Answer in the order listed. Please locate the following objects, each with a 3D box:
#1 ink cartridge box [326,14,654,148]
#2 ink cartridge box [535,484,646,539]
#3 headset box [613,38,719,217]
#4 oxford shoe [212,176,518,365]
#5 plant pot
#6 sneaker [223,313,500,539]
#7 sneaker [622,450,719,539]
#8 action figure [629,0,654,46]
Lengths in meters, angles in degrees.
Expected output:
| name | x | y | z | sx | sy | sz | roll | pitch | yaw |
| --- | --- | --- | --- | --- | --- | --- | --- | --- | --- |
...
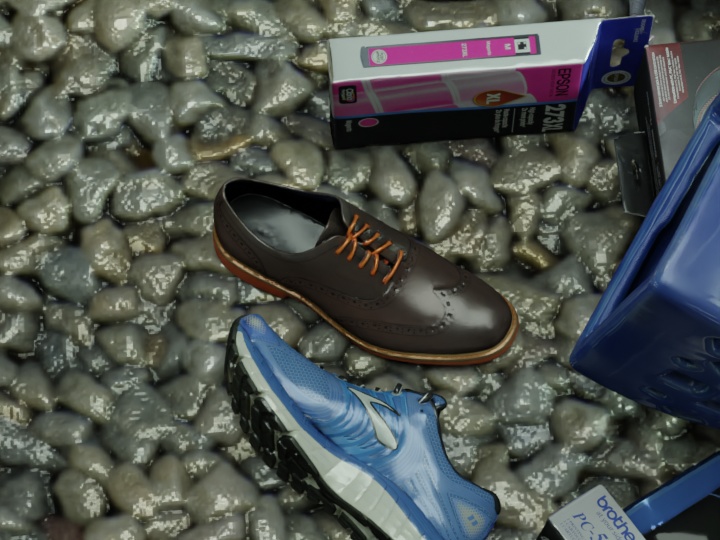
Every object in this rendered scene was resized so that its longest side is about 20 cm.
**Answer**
| name | x | y | z | sx | sy | sz | roll | pitch | yaw |
| --- | --- | --- | --- | --- | --- | --- | --- | --- | --- |
| ink cartridge box | 0.079 | -0.116 | 1.412 | 0.200 | 0.095 | 0.037 | -7 | 68 | -1 |
| ink cartridge box | 0.167 | 0.223 | 1.266 | 0.044 | 0.094 | 0.200 | -29 | 69 | -27 |
| headset box | 0.256 | -0.064 | 1.396 | 0.200 | 0.075 | 0.149 | -4 | 68 | -1 |
| oxford shoe | 0.000 | 0.000 | 1.377 | 0.200 | 0.073 | 0.071 | 20 | 69 | 9 |
| plant pot | 0.249 | -0.004 | 1.236 | 0.180 | 0.200 | 0.200 | 30 | 73 | 2 |
| sneaker | 0.000 | 0.096 | 1.345 | 0.200 | 0.079 | 0.089 | 44 | 68 | 9 |
| sneaker | 0.238 | 0.131 | 1.326 | 0.200 | 0.070 | 0.078 | -30 | 84 | -10 |
| action figure | 0.213 | -0.221 | 1.413 | 0.200 | 0.134 | 0.149 | 27 | 56 | 6 |
